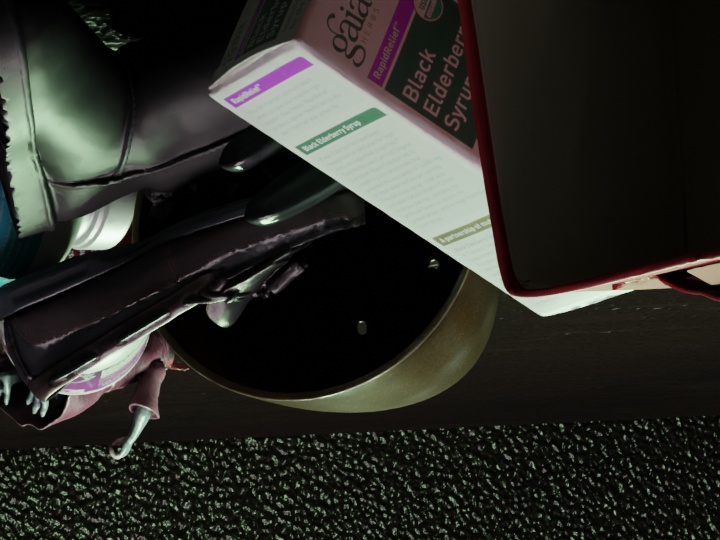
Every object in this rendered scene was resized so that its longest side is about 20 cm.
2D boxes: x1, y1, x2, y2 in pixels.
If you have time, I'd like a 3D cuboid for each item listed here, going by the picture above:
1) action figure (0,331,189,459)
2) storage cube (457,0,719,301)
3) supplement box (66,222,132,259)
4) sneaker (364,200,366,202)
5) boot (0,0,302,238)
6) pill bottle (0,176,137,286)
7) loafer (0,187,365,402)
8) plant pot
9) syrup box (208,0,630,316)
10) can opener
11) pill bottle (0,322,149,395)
[{"bbox_3d":[-0.229,0.073,2.210,0.199,0.134,0.150,-14,136,-42],"label":"action figure"},{"bbox_3d":[0.157,-0.089,0.965,0.170,0.202,0.179,-12,175,36],"label":"storage cube"},{"bbox_3d":[-0.188,-0.034,1.387,0.198,0.110,0.061,-4,173,-12],"label":"supplement box"},{"bbox_3d":[0.027,-0.053,1.518,0.087,0.075,0.200,-9,171,-8],"label":"sneaker"},{"bbox_3d":[-0.095,-0.092,1.176,0.161,0.074,0.199,-17,152,-10],"label":"boot"},{"bbox_3d":[-0.214,-0.047,1.279,0.199,0.112,0.110,2,169,-34],"label":"pill bottle"},{"bbox_3d":[-0.084,0.008,1.250,0.199,0.063,0.072,-18,178,14],"label":"loafer"},{"bbox_3d":[0.000,0.000,1.363,0.185,0.189,0.200,-8,162,16],"label":"plant pot"},{"bbox_3d":[0.041,-0.068,1.109,0.199,0.079,0.081,34,152,-23],"label":"syrup box"},{"bbox_3d":[0.011,-0.080,1.182,0.199,0.064,0.078,-26,-179,-36],"label":"can opener"},{"bbox_3d":[-0.192,0.019,1.711,0.111,0.113,0.200,-4,171,-7],"label":"pill bottle"}]
